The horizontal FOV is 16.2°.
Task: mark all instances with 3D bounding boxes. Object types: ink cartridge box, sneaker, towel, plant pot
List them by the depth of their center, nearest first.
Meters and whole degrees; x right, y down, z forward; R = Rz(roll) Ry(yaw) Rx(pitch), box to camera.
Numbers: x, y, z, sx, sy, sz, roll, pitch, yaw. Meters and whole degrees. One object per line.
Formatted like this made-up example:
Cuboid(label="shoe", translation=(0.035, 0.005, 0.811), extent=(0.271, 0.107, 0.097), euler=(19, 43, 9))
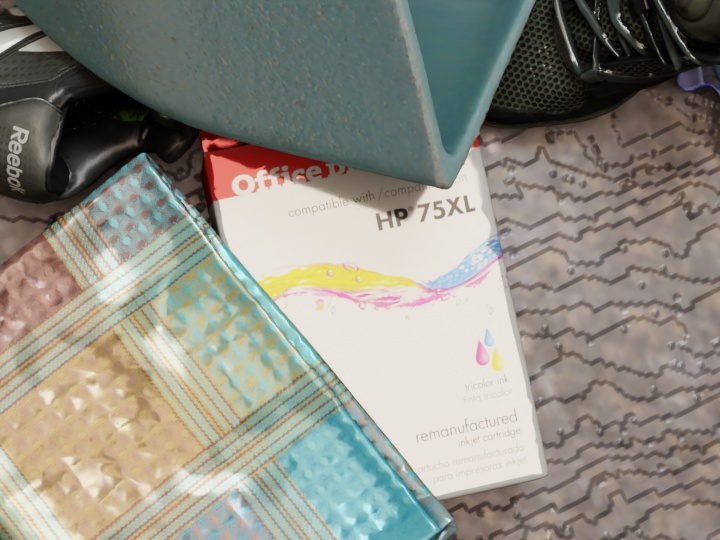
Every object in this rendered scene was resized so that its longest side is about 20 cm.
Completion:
Cuboid(label="plant pot", translation=(-0.044, -0.174, 0.986), extent=(0.199, 0.197, 0.196), euler=(7, 47, 22))
Cuboid(label="towel", translation=(-0.078, 0.073, 1.007), extent=(0.146, 0.022, 0.200), euler=(-39, 88, -8))
Cuboid(label="sneaker", translation=(0.116, -0.109, 1.030), extent=(0.198, 0.114, 0.077), euler=(-15, 89, 24))
Cuboid(label="sneaker", translation=(-0.154, -0.068, 1.040), extent=(0.199, 0.067, 0.091), euler=(-7, 46, -5))
Cuboid(label="ink cartridge box", translation=(0.000, 0.000, 1.063), extent=(0.115, 0.067, 0.201), euler=(-12, 88, -4))

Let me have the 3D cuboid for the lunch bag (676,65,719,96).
Cuboid(label="lunch bag", translation=(0.228, -0.122, 1.085), extent=(0.199, 0.094, 0.151), euler=(-22, 90, 9))
